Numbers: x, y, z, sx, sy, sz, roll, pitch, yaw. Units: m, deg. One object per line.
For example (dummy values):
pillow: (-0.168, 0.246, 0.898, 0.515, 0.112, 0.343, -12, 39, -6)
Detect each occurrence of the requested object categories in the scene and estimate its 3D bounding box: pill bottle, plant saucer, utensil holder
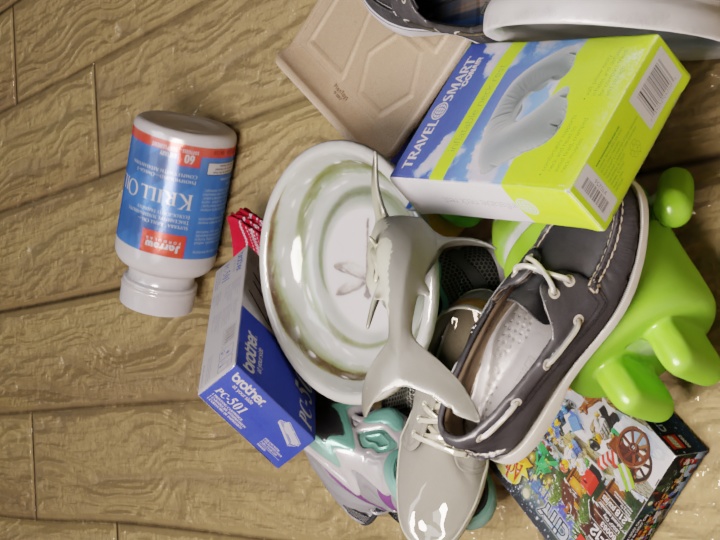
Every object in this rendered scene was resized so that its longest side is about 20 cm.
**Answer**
pill bottle: (-0.200, -0.059, 1.382, 0.112, 0.111, 0.203, 29, 114, 49)
plant saucer: (0.000, 0.000, 1.009, 0.198, 0.050, 0.204, 10, 103, 46)
utensil holder: (0.172, -0.248, 0.844, 0.169, 0.168, 0.204, 11, 97, 52)

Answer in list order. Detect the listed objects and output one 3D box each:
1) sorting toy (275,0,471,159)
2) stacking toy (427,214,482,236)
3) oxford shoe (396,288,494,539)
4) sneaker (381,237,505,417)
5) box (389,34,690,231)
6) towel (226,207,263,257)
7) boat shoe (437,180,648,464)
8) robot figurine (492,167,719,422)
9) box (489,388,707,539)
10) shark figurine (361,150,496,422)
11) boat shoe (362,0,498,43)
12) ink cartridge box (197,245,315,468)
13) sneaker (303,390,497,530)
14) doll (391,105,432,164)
sorting toy: (0.031, -0.212, 1.105, 0.201, 0.036, 0.185, -52, 48, 13)
stacking toy: (0.068, -0.062, 1.017, 0.200, 0.085, 0.086, -40, 59, 33)
oxford shoe: (0.065, 0.111, 0.976, 0.074, 0.058, 0.203, 15, 91, 21)
sneaker: (0.051, 0.053, 1.066, 0.078, 0.090, 0.202, 54, 130, 39)
box: (0.105, -0.092, 0.850, 0.199, 0.048, 0.123, 9, 63, 54)
towel: (-0.068, 0.037, 1.249, 0.199, 0.022, 0.147, 34, 135, 48)
boat shoe: (0.111, 0.027, 0.817, 0.074, 0.060, 0.202, 39, 105, 43)
robot figurine: (0.165, 0.004, 0.894, 0.175, 0.115, 0.202, -41, 57, 24)
box: (0.153, 0.118, 0.974, 0.200, 0.037, 0.138, 51, 128, 40)
shark figurine: (0.044, 0.001, 0.830, 0.215, 0.088, 0.130, -93, 4, -71)
boat shoe: (0.060, -0.213, 1.009, 0.199, 0.066, 0.071, 33, 96, 42)
ink cartridge box: (-0.082, 0.066, 1.083, 0.044, 0.094, 0.201, -37, 23, 17)
sneaker: (0.035, 0.181, 1.094, 0.199, 0.078, 0.141, 29, 150, 32)
doll: (0.029, -0.047, 1.130, 0.200, 0.048, 0.138, -48, 53, 41)
